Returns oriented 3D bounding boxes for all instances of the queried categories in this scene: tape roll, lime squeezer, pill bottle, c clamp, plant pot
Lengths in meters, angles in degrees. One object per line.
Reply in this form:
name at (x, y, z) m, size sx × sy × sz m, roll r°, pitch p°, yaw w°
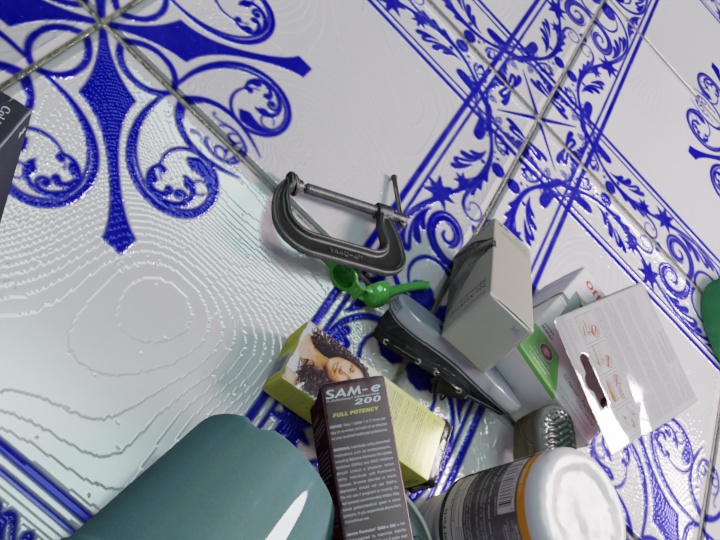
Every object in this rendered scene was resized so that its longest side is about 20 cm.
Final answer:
tape roll at (0.664, 0.103, 1.224) m, size 0.197 × 0.048 × 0.205 m, roll 17°, pitch 58°, yaw -28°
lime squeezer at (0.000, 0.000, 0.817) m, size 0.197 × 0.038 × 0.072 m, roll 25°, pitch 58°, yaw -20°
pill bottle at (0.141, 0.246, 0.683) m, size 0.114 × 0.199 × 0.119 m, roll 15°, pitch 58°, yaw -26°
c clamp at (-0.020, -0.064, 0.834) m, size 0.196 × 0.027 × 0.174 m, roll 11°, pitch 47°, yaw -32°
plant pot at (-0.125, 0.226, 0.527) m, size 0.201 × 0.200 × 0.196 m, roll 48°, pitch 41°, yaw -4°

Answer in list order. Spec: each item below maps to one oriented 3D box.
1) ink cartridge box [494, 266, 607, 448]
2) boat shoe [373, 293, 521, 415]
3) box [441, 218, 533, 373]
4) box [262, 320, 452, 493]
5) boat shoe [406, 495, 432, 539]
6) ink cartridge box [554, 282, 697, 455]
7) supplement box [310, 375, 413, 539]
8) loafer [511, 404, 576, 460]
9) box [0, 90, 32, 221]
ink cartridge box at (0.258, 0.111, 0.910) m, size 0.199 × 0.084 × 0.147 m, roll -37°, pitch 91°, yaw -41°
boat shoe at (0.096, 0.111, 0.812) m, size 0.199 × 0.066 × 0.070 m, roll 38°, pitch 16°, yaw -20°
box at (0.150, 0.023, 0.839) m, size 0.068 × 0.082 × 0.201 m, roll 40°, pitch 26°, yaw -9°
box at (0.001, 0.143, 0.737) m, size 0.198 × 0.050 × 0.076 m, roll 37°, pitch 51°, yaw -15°
boat shoe at (0.035, 0.283, 0.666) m, size 0.203 × 0.072 × 0.062 m, roll 63°, pitch 18°, yaw 3°
ink cartridge box at (0.306, 0.114, 0.860) m, size 0.197 × 0.050 × 0.164 m, roll -15°, pitch 78°, yaw -36°
supplement box at (0.003, 0.203, 0.609) m, size 0.059 × 0.109 × 0.205 m, roll -7°, pitch 72°, yaw -11°
loafer at (0.207, 0.256, 0.814) m, size 0.074 × 0.069 × 0.206 m, roll 7°, pitch 80°, yaw -27°
box at (-0.353, -0.075, 0.501) m, size 0.180 × 0.200 × 0.106 m, roll 31°, pitch 51°, yaw -16°
